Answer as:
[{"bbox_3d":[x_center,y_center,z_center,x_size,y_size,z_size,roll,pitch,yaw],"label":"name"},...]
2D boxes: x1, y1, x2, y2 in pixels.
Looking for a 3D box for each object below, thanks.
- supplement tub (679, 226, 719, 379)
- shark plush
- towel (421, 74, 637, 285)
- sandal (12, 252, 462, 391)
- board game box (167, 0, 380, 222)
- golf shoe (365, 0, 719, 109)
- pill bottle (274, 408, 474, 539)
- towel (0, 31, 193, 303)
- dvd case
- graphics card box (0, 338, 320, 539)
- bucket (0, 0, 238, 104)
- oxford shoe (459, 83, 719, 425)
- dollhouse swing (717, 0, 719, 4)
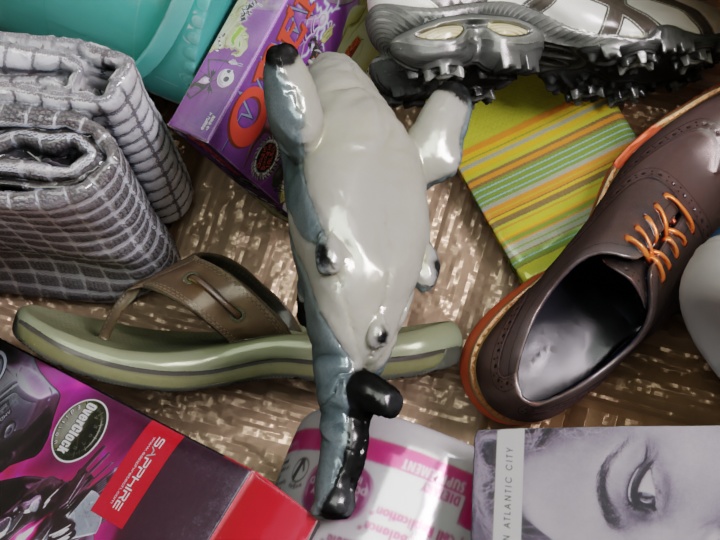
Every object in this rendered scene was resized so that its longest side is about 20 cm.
[{"bbox_3d":[0.249,-0.015,0.798,0.145,0.145,0.200,42,79,17],"label":"supplement tub"},{"bbox_3d":[0.000,0.000,0.769,0.090,0.083,0.201,-2,73,-29],"label":"shark plush"},{"bbox_3d":[0.070,-0.090,0.912,0.086,0.018,0.201,-24,69,-9],"label":"towel"},{"bbox_3d":[-0.055,0.020,0.845,0.200,0.080,0.058,-1,96,-4],"label":"sandal"},{"bbox_3d":[-0.006,-0.127,0.858,0.032,0.120,0.201,25,83,31],"label":"board game box"},{"bbox_3d":[0.092,-0.126,0.851,0.199,0.078,0.095,-2,75,-32],"label":"golf shoe"},{"bbox_3d":[-0.006,0.168,0.770,0.113,0.113,0.201,17,72,11],"label":"pill bottle"},{"bbox_3d":[-0.185,-0.046,0.839,0.199,0.166,0.086,7,76,8],"label":"towel"},{"bbox_3d":[0.136,0.123,0.669,0.199,0.016,0.149,-3,57,12],"label":"dvd case"},{"bbox_3d":[-0.123,0.114,0.782,0.200,0.051,0.126,21,75,46],"label":"graphics card box"},{"bbox_3d":[-0.090,-0.178,0.864,0.134,0.207,0.208,27,74,9],"label":"bucket"},{"bbox_3d":[0.129,-0.007,0.834,0.071,0.073,0.200,42,82,-6],"label":"oxford shoe"},{"bbox_3d":[0.201,-0.218,0.841,0.175,0.182,0.201,-33,46,13],"label":"dollhouse swing"}]
